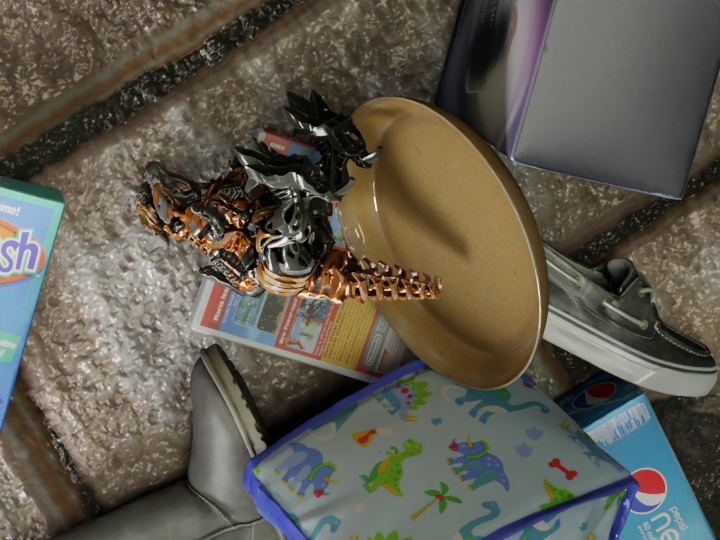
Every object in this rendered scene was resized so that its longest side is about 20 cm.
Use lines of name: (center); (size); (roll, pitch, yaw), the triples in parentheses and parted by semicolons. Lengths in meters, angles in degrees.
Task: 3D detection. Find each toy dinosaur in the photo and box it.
toy dinosaur: (-0.044, -0.033, 1.505); (0.200, 0.102, 0.136); (11, 125, -8)

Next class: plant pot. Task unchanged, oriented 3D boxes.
plant pot: (0.055, -0.021, 1.487); (0.027, 0.200, 0.200); (-27, 110, -30)

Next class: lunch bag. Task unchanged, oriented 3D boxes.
lunch bag: (0.048, 0.154, 1.514); (0.200, 0.170, 0.128); (-15, 131, -33)

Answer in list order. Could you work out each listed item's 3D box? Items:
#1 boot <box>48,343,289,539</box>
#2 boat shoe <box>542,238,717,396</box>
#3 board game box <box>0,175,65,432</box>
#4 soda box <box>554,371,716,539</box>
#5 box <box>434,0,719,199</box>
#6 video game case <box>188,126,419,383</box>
boot: (-0.149, 0.162, 1.570); (0.200, 0.073, 0.182); (-20, 106, 0)
boat shoe: (0.169, 0.026, 1.590); (0.200, 0.072, 0.071); (23, 101, -25)
board game box: (-0.289, 0.027, 1.508); (0.152, 0.045, 0.200); (14, 100, -16)
soda box: (0.201, 0.172, 1.644); (0.064, 0.068, 0.200); (-28, 108, -5)
box: (0.146, -0.170, 1.476); (0.123, 0.198, 0.200); (12, 101, -16)
video game case: (0.000, 0.000, 1.581); (0.200, 0.017, 0.143); (17, 100, -17)
